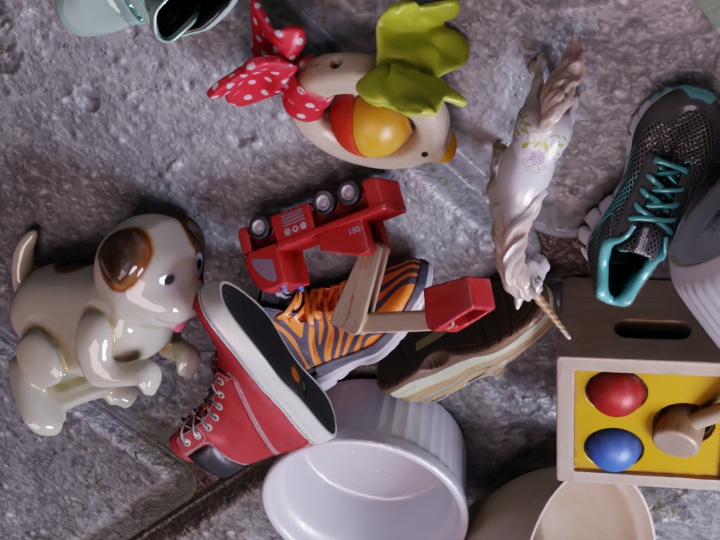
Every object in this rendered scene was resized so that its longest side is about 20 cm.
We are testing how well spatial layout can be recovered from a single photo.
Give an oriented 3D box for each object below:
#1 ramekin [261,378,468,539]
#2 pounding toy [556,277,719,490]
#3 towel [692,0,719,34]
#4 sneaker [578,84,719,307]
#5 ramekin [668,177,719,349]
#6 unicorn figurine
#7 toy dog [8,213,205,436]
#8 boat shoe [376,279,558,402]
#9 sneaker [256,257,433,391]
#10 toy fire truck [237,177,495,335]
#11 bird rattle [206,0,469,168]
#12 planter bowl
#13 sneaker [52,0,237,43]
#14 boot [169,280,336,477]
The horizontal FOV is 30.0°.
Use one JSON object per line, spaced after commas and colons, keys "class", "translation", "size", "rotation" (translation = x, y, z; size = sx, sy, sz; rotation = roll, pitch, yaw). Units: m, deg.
{"class": "ramekin", "translation": [0.011, 0.198, 1.309], "size": [0.199, 0.098, 0.201], "rotation": [6, 132, 7]}
{"class": "pounding toy", "translation": [0.267, 0.103, 1.138], "size": [0.199, 0.143, 0.185], "rotation": [2, 132, 11]}
{"class": "towel", "translation": [0.359, -0.165, 0.963], "size": [0.152, 0.023, 0.200], "rotation": [-31, 118, 34]}
{"class": "sneaker", "translation": [0.230, -0.050, 1.047], "size": [0.077, 0.091, 0.201], "rotation": [15, 132, -2]}
{"class": "ramekin", "translation": [0.316, -0.022, 0.966], "size": [0.105, 0.200, 0.200], "rotation": [44, 127, -9]}
{"class": "unicorn figurine", "translation": [0.129, -0.069, 1.021], "size": [0.073, 0.138, 0.201], "rotation": [3, 132, 9]}
{"class": "toy dog", "translation": [-0.214, 0.027, 1.200], "size": [0.200, 0.139, 0.195], "rotation": [-34, 72, 34]}
{"class": "boat shoe", "translation": [0.107, 0.067, 1.203], "size": [0.076, 0.072, 0.200], "rotation": [30, 140, -32]}
{"class": "sneaker", "translation": [-0.031, 0.034, 1.187], "size": [0.112, 0.078, 0.200], "rotation": [35, 129, -19]}
{"class": "toy fire truck", "translation": [0.000, 0.000, 1.114], "size": [0.199, 0.049, 0.142], "rotation": [-20, 79, 25]}
{"class": "bird rattle", "translation": [-0.007, -0.127, 1.033], "size": [0.199, 0.113, 0.163], "rotation": [-6, 145, 21]}
{"class": "planter bowl", "translation": [0.173, 0.282, 1.302], "size": [0.134, 0.201, 0.200], "rotation": [0, 137, 47]}
{"class": "sneaker", "translation": [-0.162, -0.204, 0.981], "size": [0.200, 0.119, 0.074], "rotation": [-19, 126, 28]}
{"class": "boot", "translation": [-0.127, 0.104, 1.176], "size": [0.144, 0.073, 0.200], "rotation": [-22, 128, 14]}
